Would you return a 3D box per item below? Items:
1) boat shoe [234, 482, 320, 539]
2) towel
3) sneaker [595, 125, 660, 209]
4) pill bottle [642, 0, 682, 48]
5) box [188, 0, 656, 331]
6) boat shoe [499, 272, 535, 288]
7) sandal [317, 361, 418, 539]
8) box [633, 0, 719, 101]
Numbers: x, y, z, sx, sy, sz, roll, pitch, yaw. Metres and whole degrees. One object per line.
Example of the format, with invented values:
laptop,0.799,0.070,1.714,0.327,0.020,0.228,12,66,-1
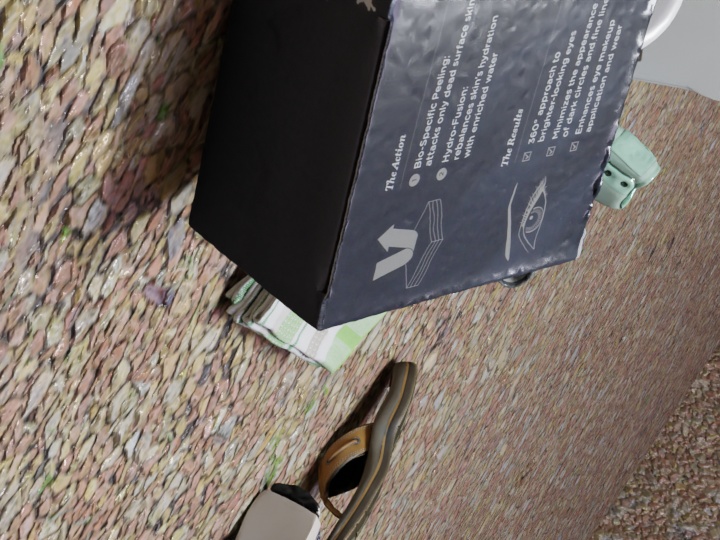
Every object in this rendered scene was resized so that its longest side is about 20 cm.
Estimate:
boat shoe,-0.086,0.262,1.582,0.200,0.075,0.093,-54,156,-25
towel,0.000,0.000,1.377,0.149,0.031,0.200,-43,160,2
sneaker,0.199,-0.130,1.718,0.074,0.118,0.200,-51,161,-27
pill bottle,0.113,-0.165,1.294,0.114,0.114,0.200,-58,-173,-12
box,0.035,-0.096,1.108,0.200,0.117,0.197,-14,130,-40
boat shoe,0.142,-0.052,1.720,0.199,0.074,0.068,120,-23,-57
sandal,-0.003,0.152,1.715,0.082,0.055,0.200,106,5,-58
box,0.304,-0.239,1.626,0.131,0.199,0.200,-33,131,-61
